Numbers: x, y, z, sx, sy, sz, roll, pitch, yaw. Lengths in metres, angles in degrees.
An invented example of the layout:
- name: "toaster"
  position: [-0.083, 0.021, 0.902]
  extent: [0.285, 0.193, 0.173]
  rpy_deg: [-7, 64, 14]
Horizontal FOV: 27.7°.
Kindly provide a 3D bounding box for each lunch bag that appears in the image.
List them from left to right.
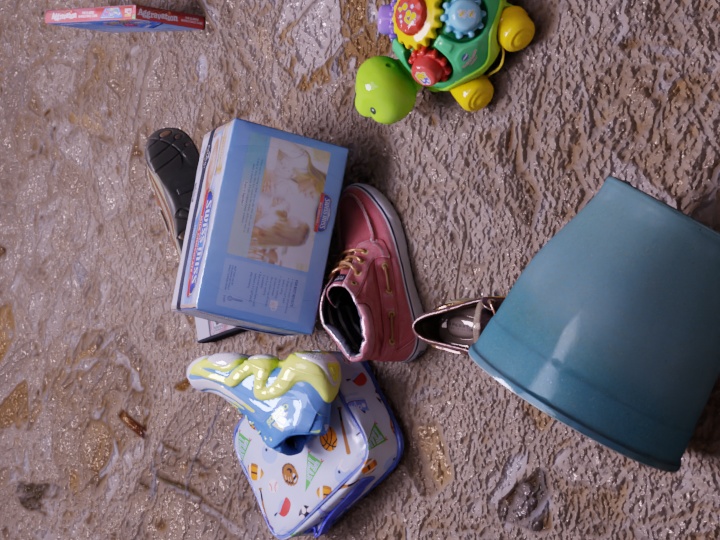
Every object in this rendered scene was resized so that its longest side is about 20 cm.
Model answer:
- name: "lunch bag"
  position: [-0.047, 0.191, 1.560]
  extent: [0.200, 0.075, 0.161]
  rpy_deg: [-48, 60, 34]

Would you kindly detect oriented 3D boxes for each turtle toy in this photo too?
- name: "turtle toy"
  position: [0.068, -0.225, 1.416]
  extent: [0.146, 0.100, 0.201]
  rpy_deg: [55, 127, 31]

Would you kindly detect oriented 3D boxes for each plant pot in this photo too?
- name: "plant pot"
  position: [0.218, 0.033, 1.205]
  extent: [0.200, 0.199, 0.189]
  rpy_deg: [34, 100, 41]

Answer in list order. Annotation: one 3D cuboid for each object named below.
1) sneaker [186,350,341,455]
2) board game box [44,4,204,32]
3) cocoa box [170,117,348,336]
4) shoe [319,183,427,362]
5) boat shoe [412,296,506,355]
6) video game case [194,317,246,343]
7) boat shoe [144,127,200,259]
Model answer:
- name: "sneaker"
  position: [-0.106, 0.139, 1.513]
  extent: [0.199, 0.075, 0.106]
  rpy_deg: [-7, 79, 41]
- name: "board game box"
  position: [-0.293, -0.309, 1.795]
  extent: [0.199, 0.102, 0.020]
  rpy_deg: [8, 97, 46]
- name: "cocoa box"
  position: [-0.107, -0.041, 1.526]
  extent: [0.131, 0.132, 0.202]
  rpy_deg: [172, 110, -71]
- name: "shoe"
  position: [0.000, 0.000, 1.496]
  extent: [0.071, 0.090, 0.202]
  rpy_deg: [-34, 66, 41]
- name: "boat shoe"
  position: [0.132, 0.057, 1.370]
  extent: [0.199, 0.072, 0.073]
  rpy_deg: [6, 95, 46]
- name: "video game case"
  position: [-0.136, -0.025, 1.686]
  extent: [0.199, 0.025, 0.183]
  rpy_deg: [-19, 76, 45]
- name: "boat shoe"
  position: [-0.195, -0.065, 1.688]
  extent: [0.074, 0.075, 0.202]
  rpy_deg: [140, 112, -69]
